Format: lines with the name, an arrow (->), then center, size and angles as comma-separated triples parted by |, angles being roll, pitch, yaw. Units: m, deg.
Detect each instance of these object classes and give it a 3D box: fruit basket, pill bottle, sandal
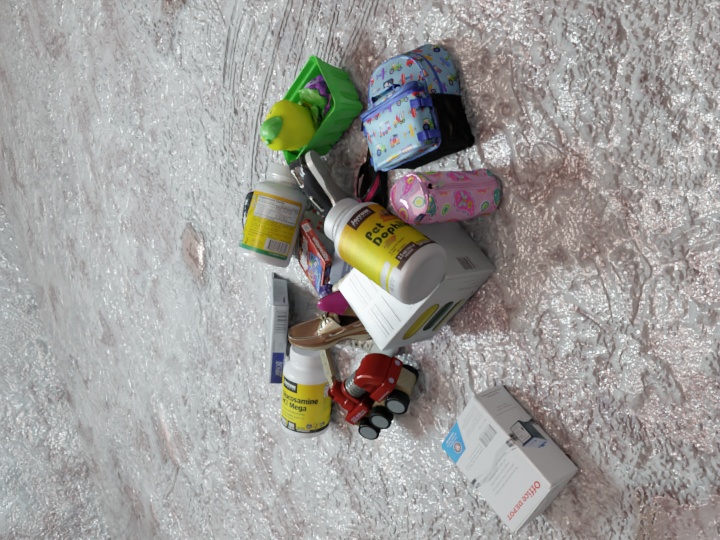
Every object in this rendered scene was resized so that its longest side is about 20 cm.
fruit basket -> -0.122, -0.301, 1.520 | 0.216, 0.215, 0.156 | -45, 59, 45
pill bottle -> -0.119, 0.264, 1.745 | 0.112, 0.112, 0.200 | 24, 117, 43
sandal -> 0.018, -0.177, 1.520 | 0.075, 0.045, 0.200 | 28, 120, 41
pill bottle -> 0.035, -0.038, 1.254 | 0.200, 0.109, 0.109 | 36, 125, 32
pill bottle -> -0.174, -0.115, 1.598 | 0.113, 0.113, 0.200 | 19, 94, 45

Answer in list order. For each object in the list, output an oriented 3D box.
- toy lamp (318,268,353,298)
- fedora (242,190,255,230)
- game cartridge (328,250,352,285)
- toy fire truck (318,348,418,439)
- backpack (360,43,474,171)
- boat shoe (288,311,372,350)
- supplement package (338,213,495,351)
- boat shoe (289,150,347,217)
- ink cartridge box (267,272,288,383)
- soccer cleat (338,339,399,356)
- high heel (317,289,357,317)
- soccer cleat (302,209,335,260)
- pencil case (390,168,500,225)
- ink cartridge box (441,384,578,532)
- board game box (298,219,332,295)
toy lamp -> 0.000, 0.000, 1.501 | 0.200, 0.058, 0.058 | -42, 68, 36
fedora -> -0.209, -0.108, 1.724 | 0.201, 0.091, 0.201 | 173, 90, -70
game cartridge -> 0.015, -0.028, 1.534 | 0.133, 0.041, 0.200 | 25, 122, 18
toy fire truck -> -0.005, 0.212, 1.558 | 0.200, 0.129, 0.176 | 32, 134, -7
backpack -> 0.086, -0.286, 1.348 | 0.182, 0.134, 0.200 | -14, 87, 49
boat shoe -> -0.050, 0.104, 1.553 | 0.076, 0.200, 0.072 | -98, -7, -46
supplement package -> 0.098, 0.015, 1.379 | 0.151, 0.152, 0.200 | 54, 126, 23
boat shoe -> -0.072, -0.144, 1.561 | 0.060, 0.074, 0.200 | -22, 118, 23
ink cartridge box -> -0.192, 0.129, 1.808 | 0.200, 0.043, 0.197 | -103, 17, -67
soccer cleat -> -0.010, 0.139, 1.606 | 0.200, 0.086, 0.070 | 19, 114, 45
high heel -> 0.017, 0.084, 1.465 | 0.067, 0.200, 0.096 | -55, 45, 49
soccer cleat -> -0.073, -0.059, 1.643 | 0.200, 0.069, 0.078 | 39, 130, 32
pencil case -> 0.143, -0.123, 1.273 | 0.087, 0.200, 0.088 | 9, 102, 46
ink cartridge box -> 0.254, 0.325, 1.356 | 0.200, 0.086, 0.147 | 48, 132, 28
board game box -> -0.098, -0.020, 1.643 | 0.103, 0.019, 0.200 | 58, 164, 17
